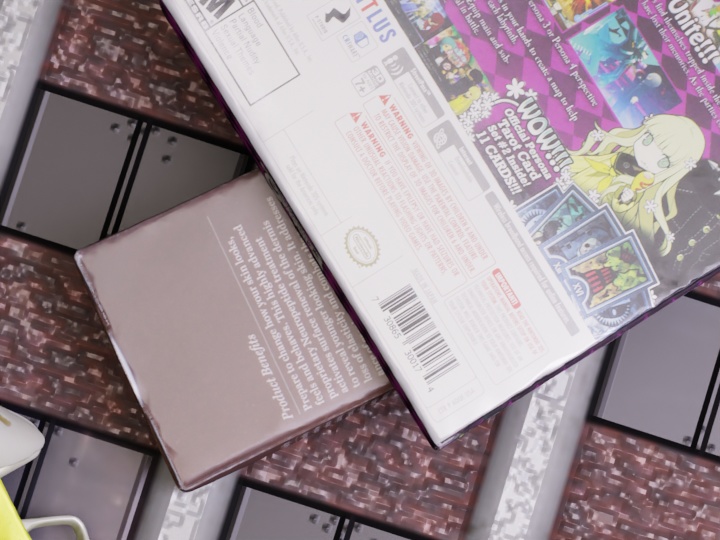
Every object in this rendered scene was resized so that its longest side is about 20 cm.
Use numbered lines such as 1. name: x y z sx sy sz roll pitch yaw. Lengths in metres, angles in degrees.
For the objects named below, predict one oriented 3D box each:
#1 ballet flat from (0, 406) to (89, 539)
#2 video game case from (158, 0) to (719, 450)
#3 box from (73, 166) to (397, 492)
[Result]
1. ballet flat: -0.144 0.095 1.131 0.067 0.067 0.201 -25 88 -25
2. video game case: 0.051 -0.065 1.089 0.181 0.036 0.201 -32 85 -5
3. box: 0.000 0.000 1.134 0.199 0.075 0.101 -24 85 -6
